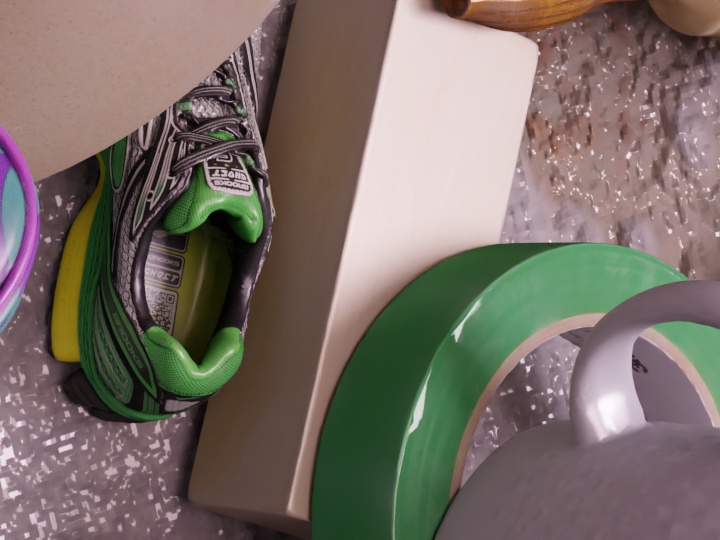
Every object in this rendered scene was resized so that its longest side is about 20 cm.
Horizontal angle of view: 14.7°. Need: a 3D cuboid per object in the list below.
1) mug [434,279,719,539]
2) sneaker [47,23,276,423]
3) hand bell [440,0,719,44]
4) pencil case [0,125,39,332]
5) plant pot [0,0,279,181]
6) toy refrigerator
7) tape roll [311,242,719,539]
[{"bbox_3d":[0.124,0.102,0.929,0.147,0.175,0.201,-17,101,-39],"label":"mug"},{"bbox_3d":[-0.058,-0.046,0.999,0.078,0.085,0.202,5,84,-33],"label":"sneaker"},{"bbox_3d":[0.106,-0.116,1.079,0.199,0.104,0.105,-11,94,-42],"label":"hand bell"},{"bbox_3d":[-0.165,0.015,0.857,0.085,0.200,0.093,-23,80,-32],"label":"pencil case"},{"bbox_3d":[-0.143,-0.097,0.901,0.200,0.200,0.135,34,99,-27],"label":"plant pot"},{"bbox_3d":[0.000,0.000,1.046,0.076,0.070,0.201,20,78,-38],"label":"toy refrigerator"},{"bbox_3d":[0.072,0.090,1.030,0.200,0.048,0.202,0,91,-41],"label":"tape roll"}]
